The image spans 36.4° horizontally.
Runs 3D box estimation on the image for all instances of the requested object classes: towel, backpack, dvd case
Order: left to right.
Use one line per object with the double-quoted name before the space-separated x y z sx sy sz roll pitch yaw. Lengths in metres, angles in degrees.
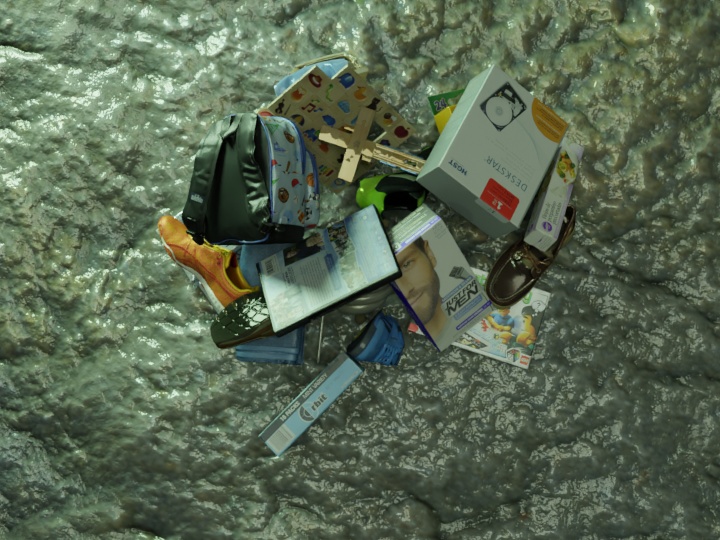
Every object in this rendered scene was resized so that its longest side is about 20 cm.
"backpack" -0.149 -0.134 1.603 0.199 0.154 0.192 0 95 41
"towel" -0.137 0.044 1.698 0.111 0.049 0.201 4 92 9
"dvd case" -0.048 -0.001 1.559 0.199 0.018 0.143 -26 47 7

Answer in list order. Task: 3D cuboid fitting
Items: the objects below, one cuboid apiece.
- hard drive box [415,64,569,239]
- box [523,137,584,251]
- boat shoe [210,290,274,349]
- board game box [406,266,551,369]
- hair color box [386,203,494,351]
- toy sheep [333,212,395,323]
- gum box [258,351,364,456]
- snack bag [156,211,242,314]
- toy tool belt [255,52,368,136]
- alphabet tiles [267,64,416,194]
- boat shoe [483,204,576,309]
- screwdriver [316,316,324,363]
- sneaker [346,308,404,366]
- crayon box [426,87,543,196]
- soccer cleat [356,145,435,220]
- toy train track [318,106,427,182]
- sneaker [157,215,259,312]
"hard drive box" 0.198 -0.175 1.628 0.156 0.077 0.201 34 67 -14
"box" 0.298 -0.119 1.677 0.039 0.041 0.201 28 56 -7
"boat shoe" -0.123 0.067 1.613 0.199 0.074 0.076 -26 45 9
"board game box" 0.185 0.065 1.719 0.199 0.035 0.127 18 86 1
"hair color box" 0.106 0.013 1.619 0.109 0.065 0.200 -38 124 -4
"toy sheep" 0.000 0.000 1.671 0.137 0.138 0.201 -7 123 0
"gum box" -0.068 0.194 1.629 0.045 0.200 0.170 45 87 3
"snack bag" -0.194 -0.036 1.733 0.188 0.021 0.201 -34 87 -2
"toy tool belt" -0.081 -0.265 1.695 0.199 0.123 0.126 -21 87 -1
"alphabet tiles" -0.039 -0.219 1.661 0.167 0.008 0.200 -37 128 19
"boat shoe" 0.265 -0.026 1.685 0.072 0.072 0.200 43 74 11
"screwdriver" -0.053 0.047 1.726 0.029 0.028 0.201 1 88 29
"sneaker" 0.033 0.110 1.635 0.066 0.200 0.078 -45 87 11
"crayon box" 0.195 -0.196 1.702 0.125 0.052 0.201 -17 86 -28
"soccer cleat" 0.084 -0.133 1.687 0.199 0.068 0.081 -28 53 -26
"toy train track" 0.034 -0.173 1.647 0.199 0.033 0.115 19 83 0
"sneaker" -0.229 -0.018 1.672 0.200 0.073 0.077 44 111 8
